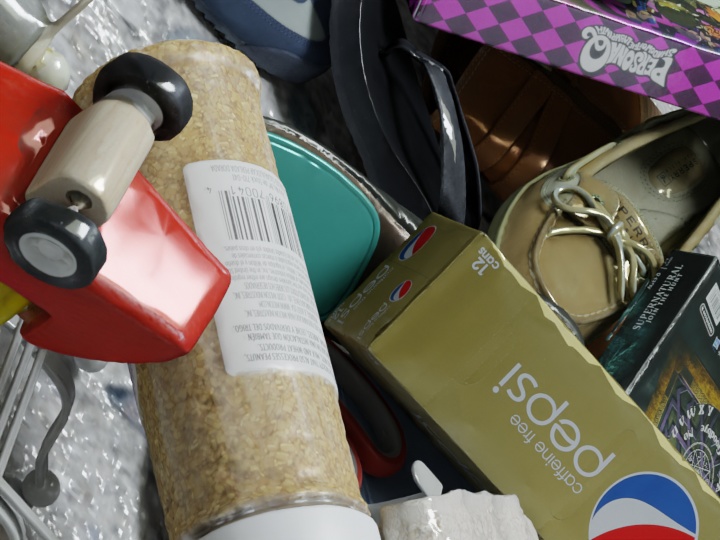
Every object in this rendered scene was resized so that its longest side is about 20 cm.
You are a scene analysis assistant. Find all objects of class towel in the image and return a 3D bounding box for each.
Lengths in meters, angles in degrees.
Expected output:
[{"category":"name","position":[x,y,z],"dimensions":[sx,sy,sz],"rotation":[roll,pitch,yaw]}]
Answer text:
[{"category":"towel","position":[0.050,0.144,0.970],"dimensions":[0.200,0.034,0.133],"rotation":[27,49,-77]}]

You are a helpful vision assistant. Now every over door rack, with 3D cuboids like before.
[{"category":"over door rack","position":[-0.071,0.078,0.957],"dimensions":[0.200,0.066,0.148],"rotation":[41,38,-21]}]

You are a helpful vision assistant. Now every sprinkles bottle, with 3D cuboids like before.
[{"category":"sprinkles bottle","position":[-0.044,0.025,0.915],"dimensions":[0.068,0.068,0.201],"rotation":[23,45,-51]}]

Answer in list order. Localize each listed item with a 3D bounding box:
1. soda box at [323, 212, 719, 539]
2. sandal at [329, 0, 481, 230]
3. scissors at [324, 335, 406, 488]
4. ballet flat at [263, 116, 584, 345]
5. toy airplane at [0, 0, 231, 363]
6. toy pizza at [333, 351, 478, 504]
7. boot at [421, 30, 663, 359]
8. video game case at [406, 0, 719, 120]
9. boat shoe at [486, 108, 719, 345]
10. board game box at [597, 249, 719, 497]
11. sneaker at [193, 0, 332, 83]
[{"category":"soda box","position":[0.078,0.072,1.097],"dimensions":[0.200,0.064,0.068],"rotation":[47,-6,-16]},{"category":"sandal","position":[0.035,-0.036,1.225],"dimensions":[0.076,0.043,0.201],"rotation":[-40,112,-70]},{"category":"scissors","position":[-0.057,0.009,1.066],"dimensions":[0.200,0.014,0.073],"rotation":[48,35,-5]},{"category":"ballet flat","position":[0.000,0.000,1.139],"dimensions":[0.199,0.068,0.068],"rotation":[34,3,-16]},{"category":"toy airplane","position":[-0.159,-0.039,0.866],"dimensions":[0.199,0.141,0.200],"rotation":[-12,64,-24]},{"category":"toy pizza","position":[0.000,0.118,1.074],"dimensions":[0.200,0.032,0.201],"rotation":[32,39,-30]},{"category":"boot","position":[0.088,-0.031,1.325],"dimensions":[0.155,0.073,0.201],"rotation":[38,37,-31]},{"category":"video game case","position":[0.106,-0.136,1.306],"dimensions":[0.199,0.036,0.182],"rotation":[17,26,-16]},{"category":"boat shoe","position":[0.121,-0.026,1.253],"dimensions":[0.073,0.063,0.200],"rotation":[57,39,0]},{"category":"board game box","position":[0.142,0.110,1.236],"dimensions":[0.135,0.028,0.201],"rotation":[-52,134,-31]},{"category":"sneaker","position":[-0.047,-0.163,1.170],"dimensions":[0.200,0.082,0.070],"rotation":[53,30,-32]}]
